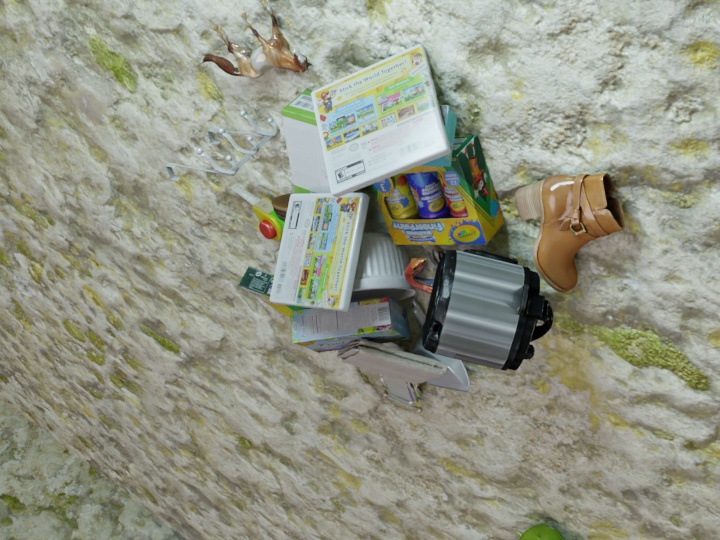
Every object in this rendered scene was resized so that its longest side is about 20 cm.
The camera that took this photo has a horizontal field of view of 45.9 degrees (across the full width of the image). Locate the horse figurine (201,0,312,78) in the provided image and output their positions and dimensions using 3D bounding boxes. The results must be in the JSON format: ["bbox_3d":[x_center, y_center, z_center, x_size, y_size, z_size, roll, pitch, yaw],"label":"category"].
[{"bbox_3d":[-0.185,-0.384,1.485,0.198,0.050,0.133,-13,126,38],"label":"horse figurine"}]

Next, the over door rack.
[{"bbox_3d":[-0.271,-0.240,1.622,0.198,0.148,0.067,1,129,40],"label":"over door rack"}]

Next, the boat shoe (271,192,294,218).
[{"bbox_3d":[-0.088,-0.107,1.643,0.198,0.070,0.071,9,127,36],"label":"boat shoe"}]

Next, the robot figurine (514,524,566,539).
[{"bbox_3d":[0.416,0.640,1.845,0.201,0.116,0.175,52,146,-10],"label":"robot figurine"}]

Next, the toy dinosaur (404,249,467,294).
[{"bbox_3d":[0.168,0.037,1.478,0.179,0.203,0.105,-2,157,-13],"label":"toy dinosaur"}]

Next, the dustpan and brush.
[{"bbox_3d":[0.140,0.146,1.698,0.139,0.057,0.201,1,133,56],"label":"dustpan and brush"}]

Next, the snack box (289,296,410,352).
[{"bbox_3d":[-0.017,0.108,1.651,0.197,0.069,0.169,-10,166,12],"label":"snack box"}]

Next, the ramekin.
[{"bbox_3d":[0.000,0.000,1.568,0.199,0.198,0.107,-19,74,49],"label":"ramekin"}]

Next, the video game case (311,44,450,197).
[{"bbox_3d":[0.027,-0.230,1.315,0.198,0.023,0.185,-19,71,21],"label":"video game case"}]

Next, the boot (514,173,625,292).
[{"bbox_3d":[0.341,-0.059,1.315,0.154,0.077,0.202,-8,112,41],"label":"boot"}]

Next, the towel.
[{"bbox_3d":[0.061,0.181,1.659,0.197,0.035,0.132,17,161,-15],"label":"towel"}]

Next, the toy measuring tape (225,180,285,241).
[{"bbox_3d":[-0.200,-0.114,1.747,0.199,0.073,0.074,32,142,27],"label":"toy measuring tape"}]

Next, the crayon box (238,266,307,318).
[{"bbox_3d":[-0.149,0.066,1.813,0.126,0.051,0.200,17,165,43],"label":"crayon box"}]

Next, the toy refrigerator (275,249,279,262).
[{"bbox_3d":[-0.076,0.010,1.742,0.198,0.070,0.077,23,138,26],"label":"toy refrigerator"}]

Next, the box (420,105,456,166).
[{"bbox_3d":[0.049,-0.211,1.341,0.197,0.084,0.049,4,170,25],"label":"box"}]

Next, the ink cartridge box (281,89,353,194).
[{"bbox_3d":[-0.054,-0.203,1.523,0.146,0.076,0.202,21,138,26],"label":"ink cartridge box"}]

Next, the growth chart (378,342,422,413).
[{"bbox_3d":[0.078,0.221,1.820,0.144,0.018,0.202,22,138,44],"label":"growth chart"}]

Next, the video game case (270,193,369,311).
[{"bbox_3d":[-0.074,-0.035,1.493,0.180,0.203,0.023,4,169,42],"label":"video game case"}]

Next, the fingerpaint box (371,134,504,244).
[{"bbox_3d":[0.121,-0.130,1.431,0.198,0.073,0.169,3,126,40],"label":"fingerpaint box"}]

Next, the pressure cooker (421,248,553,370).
[{"bbox_3d":[0.210,0.070,1.376,0.197,0.176,0.181,13,112,2],"label":"pressure cooker"}]
